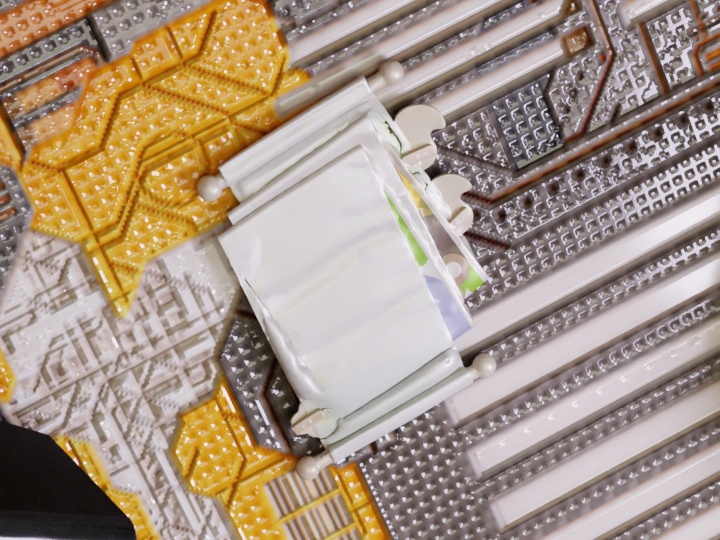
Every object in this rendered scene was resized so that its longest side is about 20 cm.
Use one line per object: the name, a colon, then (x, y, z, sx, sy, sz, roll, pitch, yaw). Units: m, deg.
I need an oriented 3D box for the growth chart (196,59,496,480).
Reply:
growth chart: (0.000, 0.000, 1.324, 0.144, 0.018, 0.201, -24, 113, -9)

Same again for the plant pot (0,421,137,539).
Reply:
plant pot: (-0.217, 0.173, 1.228, 0.176, 0.199, 0.202, -2, 108, -27)
